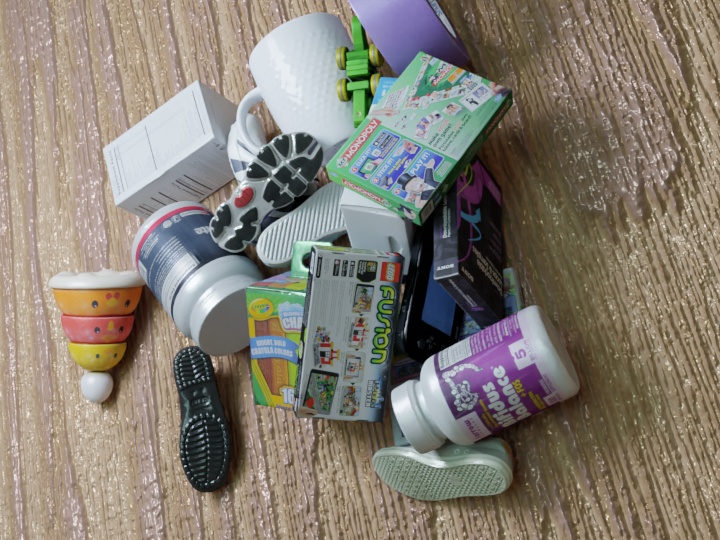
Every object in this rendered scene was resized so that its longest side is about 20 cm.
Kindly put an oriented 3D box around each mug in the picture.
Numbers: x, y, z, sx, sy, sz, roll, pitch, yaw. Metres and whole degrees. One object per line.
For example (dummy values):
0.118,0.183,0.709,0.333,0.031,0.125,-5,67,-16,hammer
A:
-0.078,-0.229,1.450,0.198,0.148,0.177,-26,75,0,mug

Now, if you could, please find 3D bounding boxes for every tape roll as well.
0.057,-0.337,1.375,0.085,0.200,0.201,-32,60,16,tape roll

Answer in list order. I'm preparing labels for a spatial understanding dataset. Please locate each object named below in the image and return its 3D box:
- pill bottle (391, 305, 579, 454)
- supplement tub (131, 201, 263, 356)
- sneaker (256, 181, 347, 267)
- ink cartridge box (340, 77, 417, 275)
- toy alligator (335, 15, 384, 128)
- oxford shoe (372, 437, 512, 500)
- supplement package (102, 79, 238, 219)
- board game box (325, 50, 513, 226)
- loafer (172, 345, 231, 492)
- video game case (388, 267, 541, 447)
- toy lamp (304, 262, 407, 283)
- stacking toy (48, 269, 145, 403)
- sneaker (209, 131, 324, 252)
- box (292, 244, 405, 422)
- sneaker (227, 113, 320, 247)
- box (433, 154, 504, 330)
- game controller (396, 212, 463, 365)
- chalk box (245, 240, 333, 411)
0.139,0.131,1.194,0.199,0.112,0.113,-29,61,15,pill bottle
-0.224,0.010,1.481,0.141,0.140,0.200,-49,56,9,supplement tub
-0.055,-0.068,1.435,0.198,0.082,0.075,-26,86,-8,sneaker
0.047,-0.117,1.308,0.084,0.145,0.202,7,60,15,ink cartridge box
0.005,-0.229,1.368,0.059,0.054,0.203,-3,87,19,toy alligator
0.102,0.233,1.256,0.198,0.076,0.058,-9,28,38,oxford shoe
-0.277,-0.175,1.593,0.199,0.109,0.115,-30,61,21,supplement package
0.071,-0.159,1.225,0.134,0.029,0.201,28,68,26,board game box
-0.217,0.208,1.466,0.072,0.071,0.203,-6,81,-2,loafer
0.119,0.111,1.302,0.198,0.022,0.184,-19,65,27,video game case
0.000,0.000,1.393,0.198,0.058,0.059,-12,68,30,toy lamp
-0.398,0.101,1.596,0.145,0.146,0.203,1,94,33,stacking toy
-0.130,-0.115,1.412,0.081,0.084,0.200,44,109,-11,sneaker
-0.015,0.076,1.229,0.035,0.109,0.203,-135,52,-73,box
-0.117,-0.142,1.500,0.128,0.079,0.201,-14,67,27,sneaker
0.131,-0.048,1.251,0.036,0.143,0.202,-11,59,26,box
0.095,0.018,1.268,0.042,0.104,0.202,-7,65,48,game controller
-0.060,0.065,1.322,0.124,0.124,0.203,4,105,34,chalk box
